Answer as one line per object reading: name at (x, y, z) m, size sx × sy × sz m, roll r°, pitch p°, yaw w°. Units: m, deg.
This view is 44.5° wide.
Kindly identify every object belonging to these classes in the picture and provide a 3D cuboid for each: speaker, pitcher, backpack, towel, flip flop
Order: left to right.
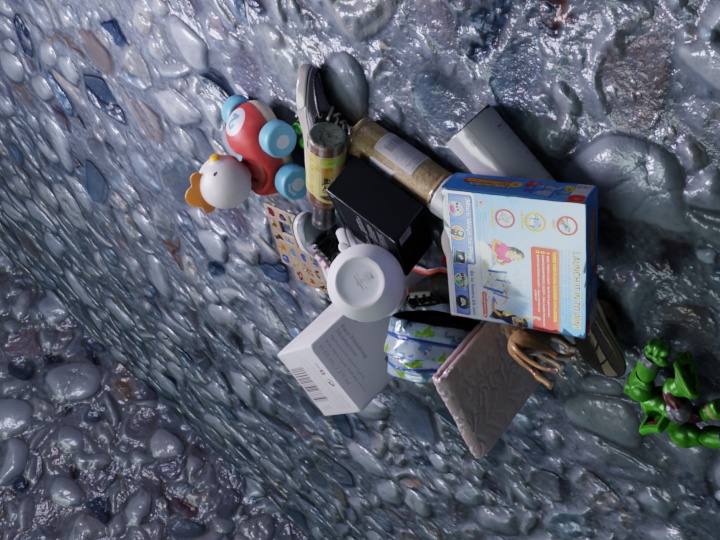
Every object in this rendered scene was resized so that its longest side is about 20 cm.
pitcher at (0.000, 0.000, 1.419) m, size 0.172 × 0.121 × 0.200 m, roll 54°, pitch -174°, yaw 6°
backpack at (0.129, 0.127, 1.480) m, size 0.163 × 0.154 × 0.200 m, roll 18°, pitch 171°, yaw 39°
towel at (0.211, 0.180, 1.450) m, size 0.032 × 0.191 × 0.200 m, roll 14°, pitch 142°, yaw 47°
speaker at (0.211, -0.126, 1.200) m, size 0.200 × 0.081 × 0.081 m, roll 48°, pitch 151°, yaw -3°
flip flop at (0.344, 0.065, 1.294) m, size 0.201 × 0.057 × 0.081 m, roll 64°, pitch 155°, yaw 0°

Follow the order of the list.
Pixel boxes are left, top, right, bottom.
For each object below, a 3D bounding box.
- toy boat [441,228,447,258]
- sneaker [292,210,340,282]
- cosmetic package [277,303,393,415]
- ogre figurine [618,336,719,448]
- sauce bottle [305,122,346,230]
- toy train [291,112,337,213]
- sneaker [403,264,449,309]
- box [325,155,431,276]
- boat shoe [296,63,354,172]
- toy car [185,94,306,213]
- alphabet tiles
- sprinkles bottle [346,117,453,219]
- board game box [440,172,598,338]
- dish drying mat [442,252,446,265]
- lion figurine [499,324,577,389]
toy boat at (0.221, -0.021, 1.304) m, size 0.130 × 0.131 × 0.200 m, roll -29°, pitch 104°, yaw 31°
sneaker at (-0.043, -0.025, 1.658) m, size 0.121 × 0.084 × 0.200 m, roll 13°, pitch 145°, yaw 53°
cosmetic package at (-0.020, 0.158, 1.738) m, size 0.165 × 0.200 × 0.165 m, roll 52°, pitch 152°, yaw -9°
ogre figurine at (0.451, 0.186, 1.246) m, size 0.199 × 0.098 × 0.120 m, roll 29°, pitch 148°, yaw -14°
sauce bottle at (-0.056, -0.146, 1.415) m, size 0.065 × 0.065 × 0.200 m, roll 34°, pitch 148°, yaw 21°
toy train at (-0.054, -0.185, 1.522) m, size 0.056 × 0.042 × 0.201 m, roll -7°, pitch 120°, yaw 39°
sneaker at (0.113, 0.041, 1.529) m, size 0.200 × 0.082 × 0.077 m, roll 12°, pitch 144°, yaw 49°
box at (0.034, -0.084, 1.422) m, size 0.141 × 0.079 × 0.200 m, roll 36°, pitch 173°, yaw 15°
boat shoe at (-0.046, -0.239, 1.432) m, size 0.092 × 0.075 × 0.201 m, roll 4°, pitch 125°, yaw 14°
toy car at (-0.224, -0.184, 1.546) m, size 0.184 × 0.200 × 0.177 m, roll 37°, pitch 153°, yaw 46°
alphabet tiles at (-0.119, -0.039, 1.827) m, size 0.167 × 0.008 × 0.201 m, roll 24°, pitch 145°, yaw 35°
sprinkles bottle at (0.071, -0.159, 1.358) m, size 0.200 × 0.068 × 0.068 m, roll 37°, pitch 150°, yaw 19°
board game box at (0.213, -0.022, 1.173) m, size 0.195 × 0.056 × 0.201 m, roll 9°, pitch 123°, yaw 28°
dish drying mat at (0.218, 0.023, 1.440) m, size 0.200 × 0.018 × 0.077 m, roll 37°, pitch 151°, yaw 18°
lion figurine at (0.259, 0.110, 1.327) m, size 0.122 × 0.073 × 0.200 m, roll 33°, pitch -172°, yaw 13°
